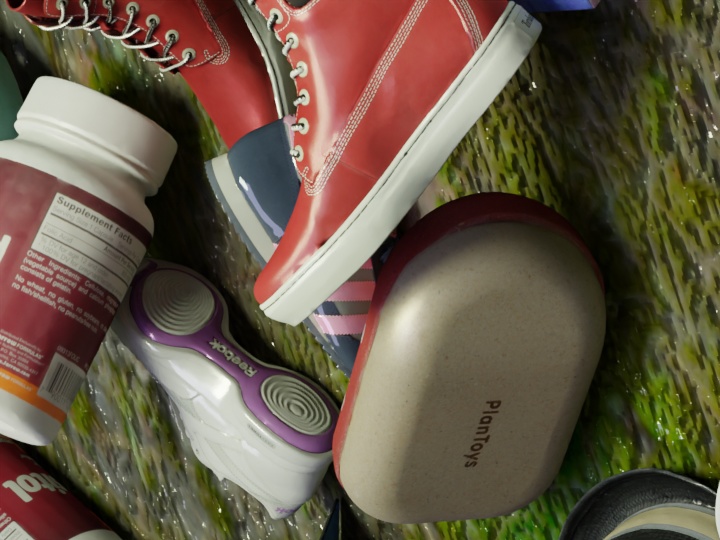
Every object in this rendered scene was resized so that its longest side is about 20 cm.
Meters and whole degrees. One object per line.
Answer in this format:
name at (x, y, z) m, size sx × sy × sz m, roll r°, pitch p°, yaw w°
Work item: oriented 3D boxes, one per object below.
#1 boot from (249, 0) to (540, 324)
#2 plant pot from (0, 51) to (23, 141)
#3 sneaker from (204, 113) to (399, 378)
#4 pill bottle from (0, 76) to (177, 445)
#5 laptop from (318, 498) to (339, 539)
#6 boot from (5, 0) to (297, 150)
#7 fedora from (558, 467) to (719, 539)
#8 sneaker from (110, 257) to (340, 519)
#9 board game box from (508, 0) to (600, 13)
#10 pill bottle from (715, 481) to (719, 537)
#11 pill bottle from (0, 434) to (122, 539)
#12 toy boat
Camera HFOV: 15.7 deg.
boot at (-0.025, -0.083, 1.293) m, size 0.144 × 0.072 × 0.200 m, roll 35°, pitch 106°, yaw -3°
plant pot at (-0.298, -0.069, 1.661) m, size 0.201 × 0.161 × 0.201 m, roll 167°, pitch 90°, yaw -70°
sneaker at (0.000, 0.000, 1.468) m, size 0.200 × 0.082 × 0.070 m, roll 53°, pitch -172°, yaw -16°
pill bottle at (-0.194, -0.007, 1.565) m, size 0.114 × 0.200 × 0.114 m, roll 23°, pitch 168°, yaw 5°
laptop at (0.012, 0.276, 1.564) m, size 0.200 × 0.116 × 0.187 m, roll 29°, pitch 131°, yaw 39°
boot at (-0.122, -0.130, 1.466) m, size 0.072 × 0.144 × 0.200 m, roll -21°, pitch 97°, yaw 50°
fedora at (0.152, 0.205, 1.388) m, size 0.200 × 0.092 × 0.201 m, roll 26°, pitch 129°, yaw 38°
sneaker at (-0.099, 0.074, 1.612) m, size 0.200 × 0.075 × 0.100 m, roll 44°, pitch 137°, yaw 23°
board game box at (0.003, -0.207, 1.292) m, size 0.200 × 0.041 × 0.200 m, roll 1°, pitch 140°, yaw 48°
pill bottle at (0.265, 0.129, 1.208) m, size 0.200 × 0.104 × 0.104 m, roll 18°, pitch 124°, yaw 41°
pill bottle at (-0.229, 0.203, 1.805) m, size 0.200 × 0.113 × 0.113 m, roll 38°, pitch 135°, yaw 28°
toy boat at (0.051, 0.034, 1.406) m, size 0.131 × 0.130 × 0.200 m, roll -111°, pitch 27°, yaw -43°
